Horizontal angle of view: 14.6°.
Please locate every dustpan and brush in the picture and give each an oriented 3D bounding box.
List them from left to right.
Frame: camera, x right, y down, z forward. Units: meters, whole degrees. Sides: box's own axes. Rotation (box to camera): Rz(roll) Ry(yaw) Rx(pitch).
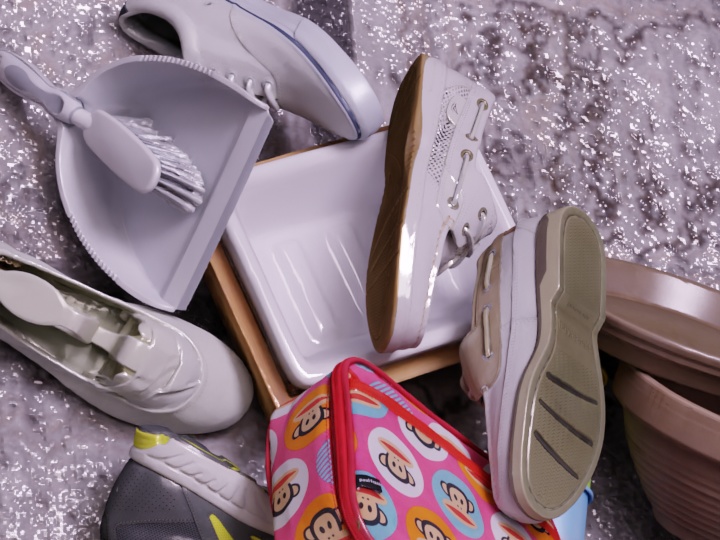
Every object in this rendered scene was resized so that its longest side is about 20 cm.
[{"bbox_3d":[-0.152,-0.082,1.661,0.057,0.140,0.200,12,19,-45],"label":"dustpan and brush"}]

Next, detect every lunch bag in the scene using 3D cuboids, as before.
[{"bbox_3d":[0.034,0.145,1.568,0.200,0.082,0.177,38,28,-31],"label":"lunch bag"}]

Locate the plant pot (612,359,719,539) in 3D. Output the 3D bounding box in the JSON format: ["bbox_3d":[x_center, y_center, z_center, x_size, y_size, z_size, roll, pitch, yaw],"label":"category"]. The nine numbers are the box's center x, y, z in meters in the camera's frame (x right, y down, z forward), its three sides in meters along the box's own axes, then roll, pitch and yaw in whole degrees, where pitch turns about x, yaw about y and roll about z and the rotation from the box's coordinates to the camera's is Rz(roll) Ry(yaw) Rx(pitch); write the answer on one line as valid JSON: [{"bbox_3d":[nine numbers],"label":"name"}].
[{"bbox_3d":[0.240,0.123,1.700,0.200,0.201,0.093,15,102,-15],"label":"plant pot"}]

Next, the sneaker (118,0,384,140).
[{"bbox_3d":[-0.069,-0.123,1.711,0.071,0.073,0.200,-42,51,-18],"label":"sneaker"}]

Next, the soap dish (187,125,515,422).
[{"bbox_3d":[0.000,0.000,1.694,0.199,0.081,0.158,-17,72,-28],"label":"soap dish"}]

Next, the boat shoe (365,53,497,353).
[{"bbox_3d":[0.049,-0.036,1.642,0.069,0.071,0.201,17,58,-12],"label":"boat shoe"}]

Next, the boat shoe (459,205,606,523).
[{"bbox_3d":[0.096,0.060,1.615,0.075,0.068,0.201,42,45,-37],"label":"boat shoe"}]

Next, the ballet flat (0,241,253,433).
[{"bbox_3d":[-0.153,0.040,1.616,0.199,0.069,0.070,27,58,-7],"label":"ballet flat"}]

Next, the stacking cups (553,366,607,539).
[{"bbox_3d":[0.116,0.152,1.683,0.060,0.061,0.201,12,64,-17],"label":"stacking cups"}]

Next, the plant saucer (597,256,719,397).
[{"bbox_3d":[0.201,0.038,1.723,0.199,0.200,0.030,17,103,-14],"label":"plant saucer"}]

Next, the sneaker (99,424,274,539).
[{"bbox_3d":[-0.063,0.166,1.602,0.199,0.074,0.085,34,89,-15],"label":"sneaker"}]
